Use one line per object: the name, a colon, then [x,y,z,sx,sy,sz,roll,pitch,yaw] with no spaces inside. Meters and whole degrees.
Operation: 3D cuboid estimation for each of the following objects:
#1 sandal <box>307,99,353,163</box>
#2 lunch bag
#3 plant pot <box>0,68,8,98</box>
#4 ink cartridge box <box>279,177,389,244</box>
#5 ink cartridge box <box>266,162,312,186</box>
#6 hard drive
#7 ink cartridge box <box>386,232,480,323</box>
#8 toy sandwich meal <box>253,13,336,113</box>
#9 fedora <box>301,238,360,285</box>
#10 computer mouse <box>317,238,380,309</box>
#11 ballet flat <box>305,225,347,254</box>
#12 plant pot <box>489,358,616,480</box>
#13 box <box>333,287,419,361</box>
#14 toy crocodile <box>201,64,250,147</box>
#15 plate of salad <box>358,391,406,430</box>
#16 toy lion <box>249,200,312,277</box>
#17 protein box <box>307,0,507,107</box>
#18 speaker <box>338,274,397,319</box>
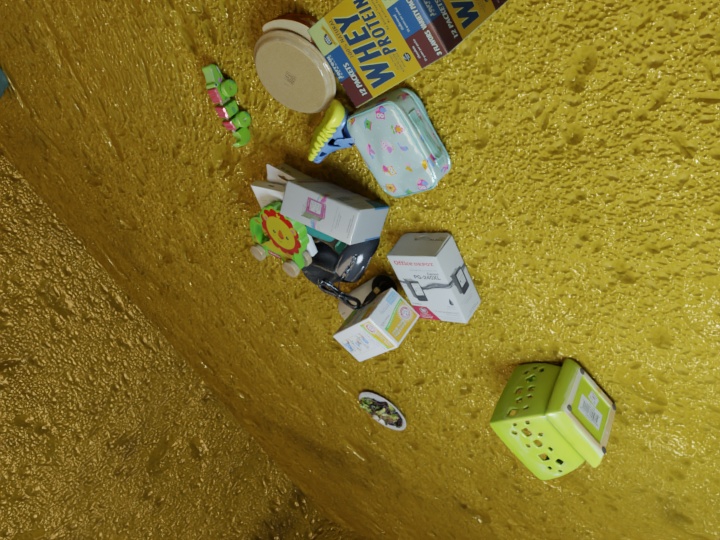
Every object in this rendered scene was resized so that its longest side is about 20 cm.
sandal: [-0.053,-0.279,1.159,0.087,0.080,0.200,15,163,-19]
lunch bag: [0.080,-0.242,1.060,0.160,0.077,0.200,-9,122,48]
plant pot: [-1.367,-0.686,1.960,0.200,0.134,0.200,26,143,22]
ink cartridge box: [-0.060,-0.139,1.241,0.200,0.144,0.085,26,111,23]
ink cartridge box: [-0.168,-0.188,1.379,0.116,0.067,0.200,30,145,18]
hard drive: [-0.192,-0.131,1.381,0.132,0.026,0.200,17,142,36]
ink cartridge box: [0.169,0.017,1.257,0.145,0.083,0.200,2,132,45]
toy sandwich meal: [-0.127,-0.411,1.092,0.205,0.070,0.205,21,150,13]
fedora: [-0.094,-0.014,1.478,0.200,0.092,0.201,27,144,21]
computer mouse: [0.000,0.000,1.329,0.140,0.200,0.046,37,-176,-2]
ballet flat: [-0.063,-0.089,1.370,0.200,0.072,0.068,28,118,-29]
plant pot: [0.449,0.331,1.240,0.200,0.199,0.181,47,140,-8]
box: [0.037,0.138,1.362,0.101,0.113,0.200,45,148,-7]
toy crocodile: [-0.321,-0.393,1.306,0.067,0.062,0.200,10,135,38]
plate of salad: [0.072,0.511,1.951,0.200,0.048,0.200,27,143,22]
toy lion: [-0.205,-0.091,1.362,0.200,0.069,0.192,24,139,33]
protein box: [0.070,-0.377,0.804,0.198,0.200,0.135,-12,120,51]
speaker: [0.017,0.076,1.483,0.081,0.081,0.200,46,146,-7]
